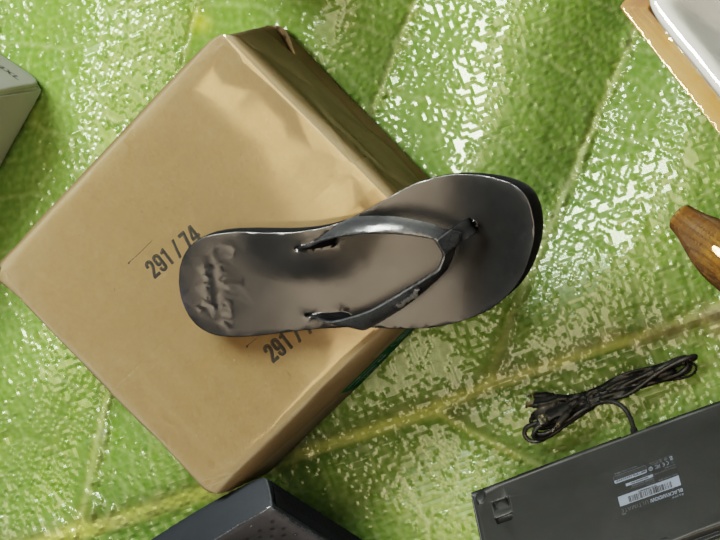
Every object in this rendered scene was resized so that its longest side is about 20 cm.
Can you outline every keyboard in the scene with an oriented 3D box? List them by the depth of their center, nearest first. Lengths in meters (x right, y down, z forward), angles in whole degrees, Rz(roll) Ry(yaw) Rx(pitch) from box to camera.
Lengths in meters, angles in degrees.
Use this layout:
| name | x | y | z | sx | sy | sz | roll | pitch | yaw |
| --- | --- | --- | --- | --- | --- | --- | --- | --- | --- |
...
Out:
| name | x | y | z | sx | sy | sz | roll | pitch | yaw |
| --- | --- | --- | --- | --- | --- | --- | --- | --- | --- |
| keyboard | 0.154 | 0.103 | 1.309 | 0.199 | 0.021 | 0.127 | -21 | 52 | 13 |

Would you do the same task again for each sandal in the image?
| name | x | y | z | sx | sy | sz | roll | pitch | yaw |
| --- | --- | --- | --- | --- | --- | --- | --- | --- | --- |
| sandal | 0.000 | 0.001 | 1.252 | 0.199 | 0.043 | 0.076 | -13 | 95 | 15 |

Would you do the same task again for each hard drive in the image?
| name | x | y | z | sx | sy | sz | roll | pitch | yaw |
| --- | --- | --- | --- | --- | --- | --- | --- | --- | --- |
| hard drive | -0.087 | 0.199 | 1.370 | 0.200 | 0.042 | 0.135 | -37 | 131 | 21 |

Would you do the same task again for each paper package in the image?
| name | x | y | z | sx | sy | sz | roll | pitch | yaw |
| --- | --- | --- | --- | --- | --- | --- | --- | --- | --- |
| paper package | -0.065 | -0.007 | 1.342 | 0.191 | 0.103 | 0.200 | 45 | 105 | 3 |

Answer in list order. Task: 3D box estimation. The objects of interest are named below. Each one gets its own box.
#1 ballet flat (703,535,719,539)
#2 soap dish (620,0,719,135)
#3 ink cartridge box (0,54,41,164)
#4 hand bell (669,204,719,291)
| name | x | y | z | sx | sy | sz | roll | pitch | yaw |
| --- | --- | --- | --- | --- | --- | --- | --- | --- | --- |
| ballet flat | 0.173 | 0.157 | 1.316 | 0.199 | 0.074 | 0.075 | 11 | 101 | 35 |
| soap dish | 0.253 | -0.099 | 1.221 | 0.157 | 0.081 | 0.200 | -35 | 70 | -2 |
| ink cartridge box | -0.302 | -0.060 | 1.406 | 0.146 | 0.084 | 0.200 | 32 | 105 | 9 |
| hand bell | 0.234 | 0.033 | 1.241 | 0.200 | 0.104 | 0.104 | 42 | 106 | 25 |
